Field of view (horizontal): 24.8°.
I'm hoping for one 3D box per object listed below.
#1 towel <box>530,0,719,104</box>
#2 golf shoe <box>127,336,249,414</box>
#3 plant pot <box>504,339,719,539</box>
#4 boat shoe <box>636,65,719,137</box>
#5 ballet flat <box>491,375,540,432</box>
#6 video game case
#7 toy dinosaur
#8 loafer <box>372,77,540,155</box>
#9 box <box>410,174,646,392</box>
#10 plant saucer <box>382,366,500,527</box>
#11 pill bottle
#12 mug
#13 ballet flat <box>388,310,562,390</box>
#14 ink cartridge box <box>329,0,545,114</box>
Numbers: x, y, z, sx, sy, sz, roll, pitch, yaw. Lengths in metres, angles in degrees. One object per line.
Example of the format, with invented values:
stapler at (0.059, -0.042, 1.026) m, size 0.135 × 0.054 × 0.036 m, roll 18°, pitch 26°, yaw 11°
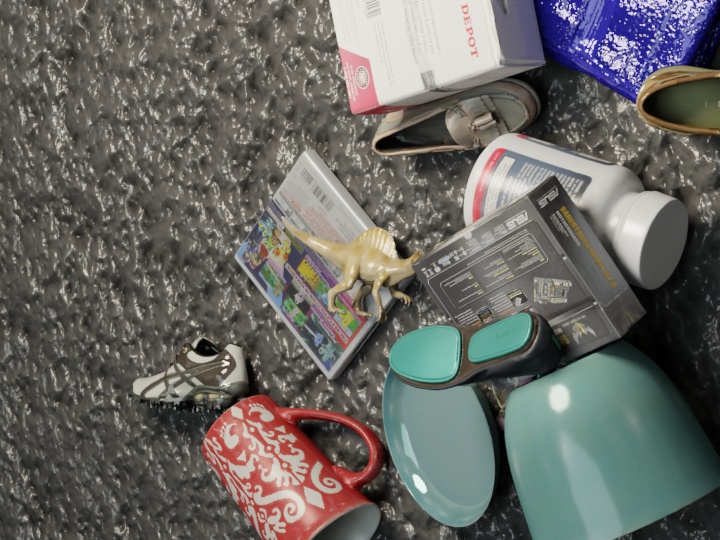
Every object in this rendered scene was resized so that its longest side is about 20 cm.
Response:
towel at (0.250, -0.246, 1.576) m, size 0.199 × 0.049 × 0.149 m, roll 34°, pitch 120°, yaw 30°
golf shoe at (-0.209, 0.131, 2.043) m, size 0.199 × 0.077 × 0.096 m, roll -2°, pitch 81°, yaw 39°
plant pot at (0.229, 0.164, 1.574) m, size 0.200 × 0.200 × 0.162 m, roll -29°, pitch 84°, yaw 40°
boat shoe at (0.345, -0.149, 1.475) m, size 0.198 × 0.074 × 0.076 m, roll -3°, pitch 102°, yaw 22°
ballet flat at (0.169, 0.083, 1.699) m, size 0.071 × 0.069 × 0.202 m, roll 14°, pitch 112°, yaw 18°
video game case at (-0.045, -0.006, 1.896) m, size 0.200 × 0.023 × 0.183 m, roll 51°, pitch 126°, yaw 19°
toy dinosaur at (0.000, 0.000, 1.821) m, size 0.198 × 0.058 × 0.102 m, roll 13°, pitch 93°, yaw 29°
loafer at (0.097, -0.150, 1.707) m, size 0.199 × 0.063 × 0.072 m, roll -6°, pitch 123°, yaw 44°
box at (0.158, 0.017, 1.576) m, size 0.159 × 0.048 × 0.200 m, roll 55°, pitch 143°, yaw -2°
plant saucer at (0.092, 0.179, 1.787) m, size 0.200 × 0.027 × 0.202 m, roll 26°, pitch 123°, yaw 50°
pill bottle at (0.212, -0.053, 1.603) m, size 0.199 × 0.119 × 0.121 m, roll 22°, pitch 113°, yaw 36°
mug at (-0.071, 0.241, 1.927) m, size 0.200 × 0.177 × 0.134 m, roll 45°, pitch 161°, yaw 29°
ballet flat at (0.115, 0.085, 1.583) m, size 0.199 × 0.073 × 0.074 m, roll -15°, pitch 90°, yaw 45°
ink cartridge box at (0.075, -0.251, 1.646) m, size 0.199 × 0.084 × 0.147 m, roll -13°, pitch 87°, yaw 42°
